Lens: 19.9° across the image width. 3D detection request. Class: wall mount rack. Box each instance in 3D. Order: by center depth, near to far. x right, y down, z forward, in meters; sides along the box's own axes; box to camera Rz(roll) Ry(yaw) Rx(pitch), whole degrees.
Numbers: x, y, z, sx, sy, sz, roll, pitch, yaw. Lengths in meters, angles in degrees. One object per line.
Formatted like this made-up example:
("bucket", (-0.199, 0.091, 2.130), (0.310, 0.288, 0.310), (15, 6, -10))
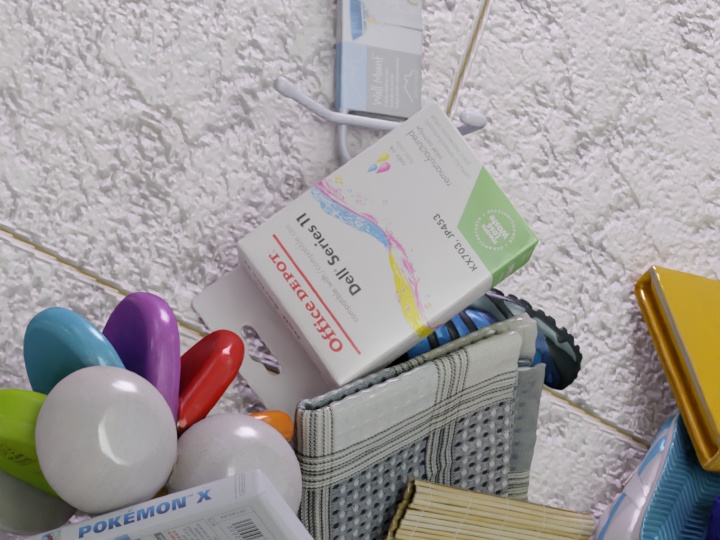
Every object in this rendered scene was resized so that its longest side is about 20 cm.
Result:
("wall mount rack", (0.004, -0.163, 1.388), (0.173, 0.074, 0.201), (7, 78, -30))

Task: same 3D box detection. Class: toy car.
("toy car", (-0.128, 0.089, 1.208), (0.199, 0.175, 0.151), (22, 67, -26))

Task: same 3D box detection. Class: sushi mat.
("sushi mat", (0.082, 0.196, 1.365), (0.199, 0.012, 0.096), (17, 93, -47))

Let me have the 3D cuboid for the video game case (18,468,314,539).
("video game case", (-0.098, 0.197, 1.173), (0.200, 0.181, 0.022), (58, 20, -45))

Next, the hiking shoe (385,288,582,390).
("hiking shoe", (0.055, 0.049, 1.392), (0.199, 0.074, 0.087), (24, 73, -14))

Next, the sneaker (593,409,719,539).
("sneaker", (0.216, 0.163, 1.466), (0.077, 0.081, 0.200), (49, 40, -4))

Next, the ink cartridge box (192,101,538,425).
("ink cartridge box", (0.000, 0.000, 1.310), (0.200, 0.067, 0.117), (-36, 83, -8))

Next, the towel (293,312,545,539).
("towel", (0.041, 0.137, 1.329), (0.199, 0.034, 0.194), (-21, 127, -33))

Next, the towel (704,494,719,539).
("towel", (0.261, 0.249, 1.424), (0.148, 0.049, 0.201), (-1, 104, -67))

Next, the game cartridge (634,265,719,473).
("game cartridge", (0.308, 0.087, 1.508), (0.199, 0.032, 0.177), (15, 42, -30))
